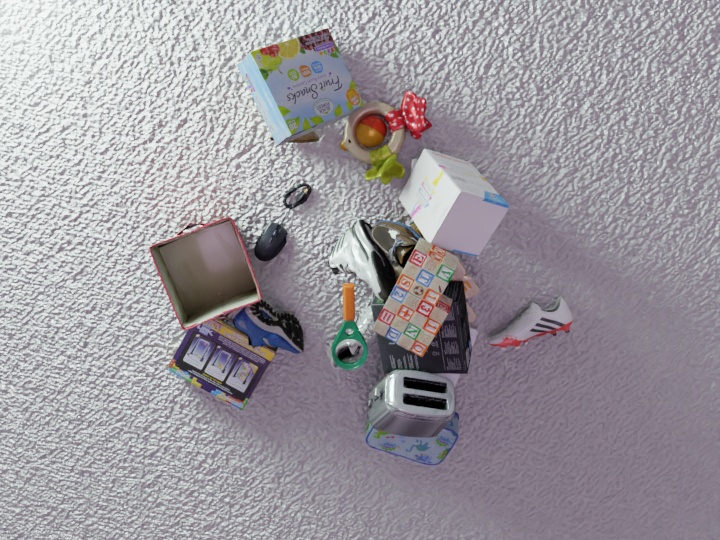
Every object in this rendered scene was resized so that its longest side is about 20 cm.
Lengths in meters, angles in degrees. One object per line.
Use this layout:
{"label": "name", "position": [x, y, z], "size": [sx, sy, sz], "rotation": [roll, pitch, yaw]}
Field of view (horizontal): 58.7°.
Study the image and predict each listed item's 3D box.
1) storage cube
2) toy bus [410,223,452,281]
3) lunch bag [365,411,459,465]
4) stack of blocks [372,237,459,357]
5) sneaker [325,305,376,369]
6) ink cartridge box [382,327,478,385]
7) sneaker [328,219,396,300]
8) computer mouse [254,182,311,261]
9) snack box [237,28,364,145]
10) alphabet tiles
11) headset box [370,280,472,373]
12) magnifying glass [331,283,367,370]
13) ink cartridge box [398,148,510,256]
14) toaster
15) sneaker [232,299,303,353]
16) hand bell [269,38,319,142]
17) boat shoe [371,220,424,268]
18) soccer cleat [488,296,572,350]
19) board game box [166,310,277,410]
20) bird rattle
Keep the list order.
{"label": "storage cube", "position": [-0.313, -0.002, 1.317], "size": [0.170, 0.180, 0.201], "rotation": [-21, 97, -10]}
{"label": "toy bus", "position": [0.166, -0.012, 1.396], "size": [0.065, 0.078, 0.200], "rotation": [-37, 103, 9]}
{"label": "lunch bag", "position": [0.116, 0.367, 1.483], "size": [0.199, 0.083, 0.161], "rotation": [19, 127, -4]}
{"label": "stack of blocks", "position": [0.117, 0.054, 1.236], "size": [0.115, 0.059, 0.201], "rotation": [28, 118, 4]}
{"label": "sneaker", "position": [0.005, 0.150, 1.440], "size": [0.200, 0.081, 0.075], "rotation": [-44, 100, 9]}
{"label": "ink cartridge box", "position": [0.159, 0.197, 1.477], "size": [0.161, 0.050, 0.201], "rotation": [21, 98, -6]}
{"label": "sneaker", "position": [0.000, 0.000, 1.364], "size": [0.115, 0.202, 0.075], "rotation": [-37, 143, 24]}
{"label": "computer mouse", "position": [-0.169, -0.104, 1.391], "size": [0.058, 0.034, 0.201], "rotation": [30, 102, -8]}
{"label": "snack box", "position": [-0.111, -0.357, 1.239], "size": [0.199, 0.068, 0.170], "rotation": [-31, 98, -34]}
{"label": "alphabet tiles", "position": [0.150, 0.052, 1.375], "size": [0.199, 0.015, 0.196], "rotation": [-32, 104, 28]}
{"label": "headset box", "position": [0.125, 0.123, 1.355], "size": [0.198, 0.093, 0.175], "rotation": [-4, 115, 18]}
{"label": "magnifying glass", "position": [-0.024, 0.123, 1.371], "size": [0.079, 0.022, 0.202], "rotation": [-1, 114, -2]}
{"label": "ink cartridge box", "position": [0.179, -0.145, 1.295], "size": [0.128, 0.200, 0.126], "rotation": [11, 122, -29]}
{"label": "toaster", "position": [0.119, 0.283, 1.355], "size": [0.198, 0.114, 0.129], "rotation": [12, 148, -9]}
{"label": "sneaker", "position": [-0.201, 0.132, 1.415], "size": [0.089, 0.079, 0.200], "rotation": [-28, 135, 25]}
{"label": "hand bell", "position": [-0.133, -0.368, 1.305], "size": [0.103, 0.104, 0.202], "rotation": [1, 93, -1]}
{"label": "boat shoe", "position": [0.097, -0.042, 1.299], "size": [0.199, 0.072, 0.073], "rotation": [31, 110, 22]}
{"label": "soccer cleat", "position": [0.380, 0.119, 1.446], "size": [0.198, 0.069, 0.086], "rotation": [-16, 96, 0]}
{"label": "board game box", "position": [-0.314, 0.198, 1.461], "size": [0.199, 0.057, 0.166], "rotation": [30, 101, -8]}
{"label": "bird rattle", "position": [0.046, -0.282, 1.315], "size": [0.162, 0.113, 0.201], "rotation": [26, 101, 9]}
